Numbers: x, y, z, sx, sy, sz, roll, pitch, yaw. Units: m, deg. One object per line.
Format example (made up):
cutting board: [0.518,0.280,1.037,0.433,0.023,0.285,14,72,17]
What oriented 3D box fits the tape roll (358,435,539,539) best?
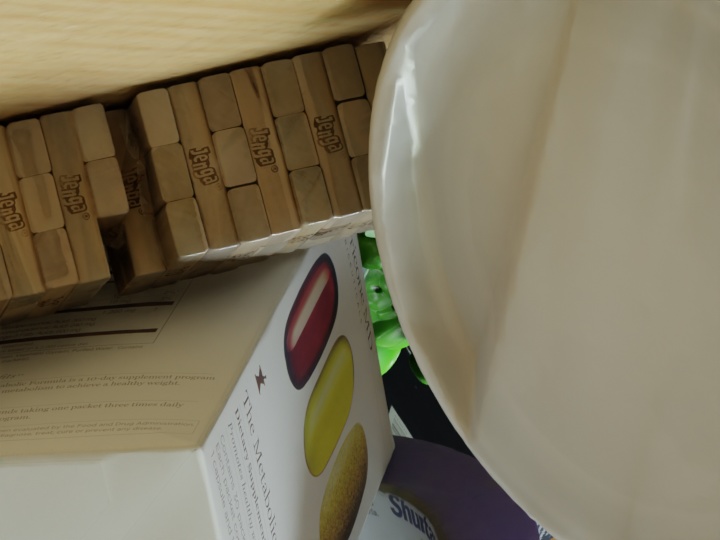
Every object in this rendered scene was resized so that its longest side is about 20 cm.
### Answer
tape roll: [-0.031,0.139,0.915,0.199,0.085,0.200,-8,-156,4]

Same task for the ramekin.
ramekin: [0.103,-0.013,0.745,0.094,0.203,0.202,-28,-177,-38]

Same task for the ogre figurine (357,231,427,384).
ogre figurine: [0.000,0.000,1.022,0.120,0.098,0.200,-7,130,-48]

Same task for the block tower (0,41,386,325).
block tower: [-0.077,-0.021,0.812,0.199,0.058,0.054,-13,173,-16]

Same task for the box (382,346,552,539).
box: [0.096,0.045,1.253,0.182,0.104,0.200,-28,162,-16]

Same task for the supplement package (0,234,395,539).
supplement package: [-0.067,0.059,0.863,0.109,0.114,0.200,-4,-155,15]
